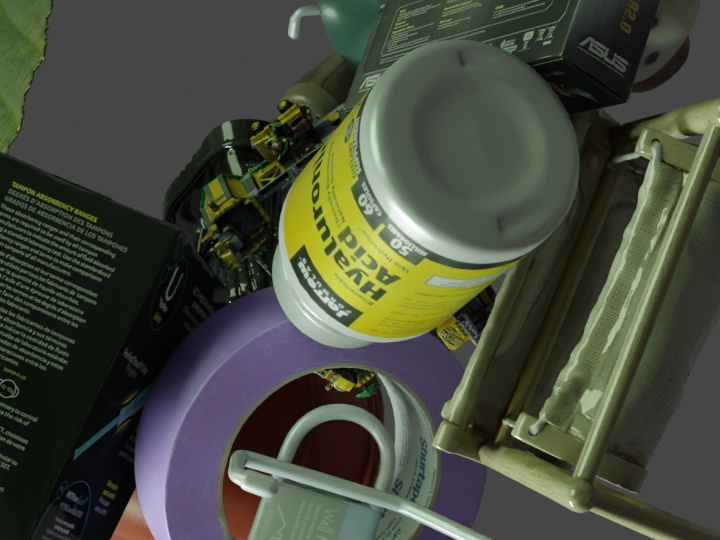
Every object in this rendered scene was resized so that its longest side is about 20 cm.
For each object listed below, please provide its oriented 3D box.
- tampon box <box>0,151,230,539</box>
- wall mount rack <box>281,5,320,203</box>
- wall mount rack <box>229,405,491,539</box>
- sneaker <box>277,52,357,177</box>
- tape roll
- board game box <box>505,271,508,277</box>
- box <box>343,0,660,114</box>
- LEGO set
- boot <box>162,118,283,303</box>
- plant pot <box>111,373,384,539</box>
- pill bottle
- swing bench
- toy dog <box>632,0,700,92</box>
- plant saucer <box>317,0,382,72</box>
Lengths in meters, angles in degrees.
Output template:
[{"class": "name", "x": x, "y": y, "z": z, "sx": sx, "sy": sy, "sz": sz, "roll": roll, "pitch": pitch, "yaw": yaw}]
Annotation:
[{"class": "tampon box", "x": -0.185, "y": 0.059, "z": 1.082, "sx": 0.201, "sy": 0.126, "sz": 0.150, "roll": -65, "pitch": -13, "yaw": -11}, {"class": "wall mount rack", "x": -0.020, "y": -0.095, "z": 1.397, "sx": 0.200, "sy": 0.074, "sz": 0.175, "roll": -105, "pitch": 13, "yaw": -53}, {"class": "wall mount rack", "x": -0.005, "y": 0.183, "z": 1.012, "sx": 0.075, "sy": 0.173, "sz": 0.201, "roll": -116, "pitch": 44, "yaw": -81}, {"class": "sneaker", "x": -0.005, "y": -0.062, "z": 1.280, "sx": 0.070, "sy": 0.201, "sz": 0.076, "roll": 25, "pitch": 54, "yaw": 25}, {"class": "tape roll", "x": -0.028, "y": 0.111, "z": 1.086, "sx": 0.201, "sy": 0.199, "sz": 0.066, "roll": -64, "pitch": 26, "yaw": 2}, {"class": "board game box", "x": 0.084, "y": -0.088, "z": 1.122, "sx": 0.036, "sy": 0.152, "sz": 0.201, "roll": -13, "pitch": 43, "yaw": 4}, {"class": "box", "x": 0.084, "y": -0.155, "z": 0.988, "sx": 0.200, "sy": 0.048, "sz": 0.159, "roll": -7, "pitch": 59, "yaw": 56}, {"class": "LEGO set", "x": 0.000, "y": 0.000, "z": 1.151, "sx": 0.153, "sy": 0.201, "sz": 0.116, "roll": -29, "pitch": 32, "yaw": 0}, {"class": "boot", "x": -0.105, "y": -0.005, "z": 1.454, "sx": 0.211, "sy": 0.079, "sz": 0.159, "roll": 121, "pitch": 145, "yaw": -63}, {"class": "plant pot", "x": -0.120, "y": 0.115, "z": 1.258, "sx": 0.201, "sy": 0.194, "sz": 0.202, "roll": -43, "pitch": 34, "yaw": 38}, {"class": "pill bottle", "x": 0.022, "y": -0.028, "z": 0.952, "sx": 0.200, "sy": 0.111, "sz": 0.112, "roll": 135, "pitch": 150, "yaw": -62}, {"class": "swing bench", "x": 0.137, "y": 0.023, "z": 0.934, "sx": 0.200, "sy": 0.129, "sz": 0.200, "roll": 15, "pitch": 82, "yaw": 64}, {"class": "toy dog", "x": 0.153, "y": -0.207, "z": 1.088, "sx": 0.193, "sy": 0.139, "sz": 0.201, "roll": -9, "pitch": 64, "yaw": 54}, {"class": "plant saucer", "x": 0.065, "y": -0.202, "z": 1.194, "sx": 0.036, "sy": 0.199, "sz": 0.201, "roll": 41, "pitch": 105, "yaw": 45}]
